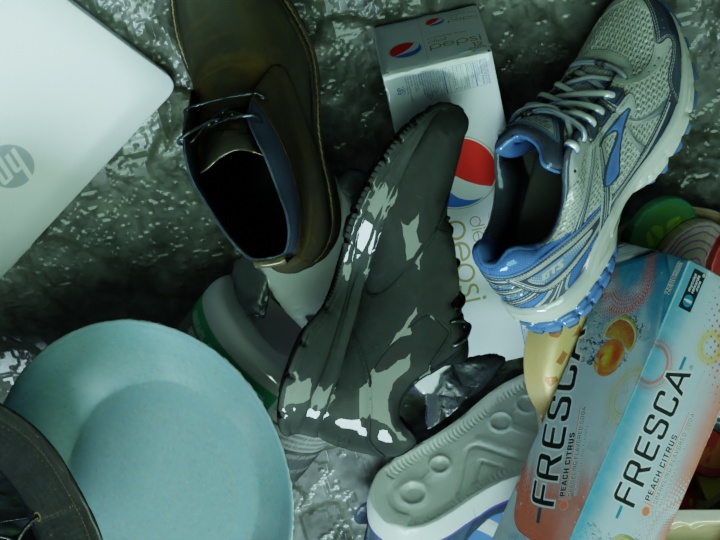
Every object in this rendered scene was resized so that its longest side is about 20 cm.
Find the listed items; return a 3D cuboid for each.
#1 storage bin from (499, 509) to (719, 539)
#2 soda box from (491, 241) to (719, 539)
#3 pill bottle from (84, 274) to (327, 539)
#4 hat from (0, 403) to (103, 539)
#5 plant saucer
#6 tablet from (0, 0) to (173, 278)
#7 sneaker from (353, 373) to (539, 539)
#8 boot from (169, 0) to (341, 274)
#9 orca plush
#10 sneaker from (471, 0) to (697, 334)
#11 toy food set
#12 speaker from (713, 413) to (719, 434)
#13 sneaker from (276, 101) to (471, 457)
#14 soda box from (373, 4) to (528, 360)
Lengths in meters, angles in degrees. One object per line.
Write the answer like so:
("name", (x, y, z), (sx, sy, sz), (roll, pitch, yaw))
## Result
("storage bin", (0.196, 0.208, 1.521), (0.198, 0.094, 0.200), (-2, 162, 24))
("soda box", (0.145, 0.090, 1.415), (0.068, 0.064, 0.200), (27, 84, -34))
("pill bottle", (-0.097, 0.109, 1.511), (0.113, 0.113, 0.200), (30, 113, -20))
("hat", (-0.205, 0.143, 1.419), (0.200, 0.081, 0.201), (8, 108, 26))
("plant saucer", (-0.117, 0.125, 1.437), (0.201, 0.039, 0.201), (3, 97, 27))
("tablet", (-0.216, -0.074, 1.455), (0.130, 0.014, 0.200), (37, 110, -23))
("sneaker", (0.093, 0.145, 1.585), (0.200, 0.081, 0.147), (-25, 146, -14))
("boot", (-0.061, -0.092, 1.380), (0.075, 0.097, 0.200), (-19, 95, 10))
("orca plush", (0.000, 0.000, 1.466), (0.200, 0.071, 0.105), (33, 98, 13))
("sneaker", (0.120, -0.069, 1.405), (0.085, 0.077, 0.200), (34, 73, -46))
("toy food set", (0.186, 0.054, 1.501), (0.198, 0.049, 0.200), (-36, 116, -22))
("speaker", (0.275, 0.016, 1.470), (0.081, 0.081, 0.200), (34, 83, -21))
("sneaker", (0.025, 0.007, 1.384), (0.091, 0.076, 0.200), (21, 96, 2))
("soda box", (0.059, -0.045, 1.466), (0.064, 0.068, 0.200), (-12, 119, 1))
